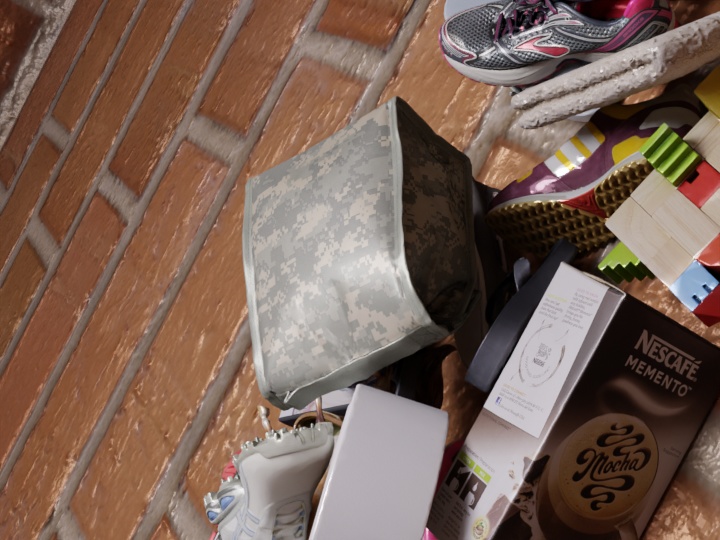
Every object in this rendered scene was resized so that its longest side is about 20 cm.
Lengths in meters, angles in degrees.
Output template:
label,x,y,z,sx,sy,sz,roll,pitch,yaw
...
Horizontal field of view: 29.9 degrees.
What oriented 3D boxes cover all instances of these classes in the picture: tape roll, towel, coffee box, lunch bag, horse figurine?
label,x,y,z,sx,sy,sz,roll,pitch,yaw
tape roll,0.001,0.183,0.932,0.202,0.070,0.206,17,-90,-88
towel,0.202,-0.144,0.944,0.131,0.035,0.200,-24,5,-21
coffee box,0.143,0.113,0.890,0.202,0.112,0.080,-62,28,3
lunch bag,0.000,0.000,1.015,0.163,0.117,0.202,-26,47,31
horse figurine,-0.005,0.131,1.068,0.199,0.050,0.134,-34,54,21

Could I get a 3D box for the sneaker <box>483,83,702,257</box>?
label,x,y,z,sx,sy,sz,roll,pitch,yaw
sneaker,0.181,-0.076,1.039,0.199,0.075,0.091,-18,42,46

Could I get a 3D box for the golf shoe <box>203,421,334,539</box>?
label,x,y,z,sx,sy,sz,roll,pitch,yaw
golf shoe,-0.056,0.179,1.004,0.200,0.077,0.098,121,134,-57

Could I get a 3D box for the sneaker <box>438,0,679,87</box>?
label,x,y,z,sx,sy,sz,roll,pitch,yaw
sneaker,0.155,-0.204,1.089,0.197,0.075,0.082,-3,65,26

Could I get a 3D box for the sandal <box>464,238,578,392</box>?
label,x,y,z,sx,sy,sz,roll,pitch,yaw
sandal,0.114,0.020,0.984,0.077,0.042,0.200,-66,-12,25

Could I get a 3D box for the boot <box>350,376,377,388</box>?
label,x,y,z,sx,sy,sz,roll,pitch,yaw
boot,-0.031,0.063,1.226,0.199,0.072,0.092,155,120,-62

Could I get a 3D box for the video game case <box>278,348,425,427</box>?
label,x,y,z,sx,sy,sz,roll,pitch,yaw
video game case,0.003,0.051,1.275,0.199,0.025,0.183,-19,51,54

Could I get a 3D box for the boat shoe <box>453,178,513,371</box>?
label,x,y,z,sx,sy,sz,roll,pitch,yaw
boat shoe,0.105,-0.001,1.117,0.067,0.056,0.202,116,156,-46

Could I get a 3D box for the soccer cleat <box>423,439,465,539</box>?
label,x,y,z,sx,sy,sz,roll,pitch,yaw
soccer cleat,0.052,0.225,0.998,0.086,0.069,0.203,-29,44,49

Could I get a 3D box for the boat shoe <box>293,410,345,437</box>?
label,x,y,z,sx,sy,sz,roll,pitch,yaw
boat shoe,-0.003,0.170,1.133,0.199,0.073,0.077,22,86,62

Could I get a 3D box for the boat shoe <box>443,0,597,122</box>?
label,x,y,z,sx,sy,sz,roll,pitch,yaw
boat shoe,0.151,-0.180,1.169,0.199,0.068,0.074,37,87,37

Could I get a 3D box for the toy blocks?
label,x,y,z,sx,sy,sz,roll,pitch,yaw
toy blocks,0.255,-0.037,0.861,0.200,0.100,0.137,-47,44,11

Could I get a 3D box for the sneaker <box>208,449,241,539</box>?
label,x,y,z,sx,sy,sz,roll,pitch,yaw
sneaker,-0.097,0.250,1.230,0.098,0.070,0.203,-30,42,50
